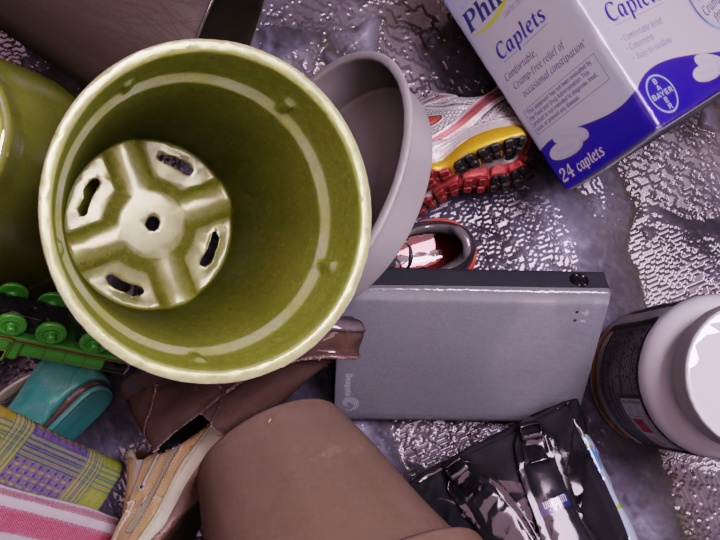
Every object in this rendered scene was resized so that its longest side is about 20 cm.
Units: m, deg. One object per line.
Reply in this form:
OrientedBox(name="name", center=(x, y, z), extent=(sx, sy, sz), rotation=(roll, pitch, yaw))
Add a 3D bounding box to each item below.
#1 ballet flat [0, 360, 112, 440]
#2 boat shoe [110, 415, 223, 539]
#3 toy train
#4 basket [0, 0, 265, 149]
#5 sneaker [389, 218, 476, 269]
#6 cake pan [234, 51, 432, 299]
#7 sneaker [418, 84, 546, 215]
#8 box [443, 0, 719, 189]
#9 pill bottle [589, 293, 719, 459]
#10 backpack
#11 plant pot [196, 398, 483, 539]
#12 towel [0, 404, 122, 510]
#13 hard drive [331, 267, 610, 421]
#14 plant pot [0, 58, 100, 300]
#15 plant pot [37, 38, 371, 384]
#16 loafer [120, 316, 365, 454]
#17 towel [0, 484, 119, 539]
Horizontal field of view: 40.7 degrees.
OrientedBox(name="ballet flat", center=(-0.279, 0.143, 0.756), extent=(0.070, 0.067, 0.200), rotation=(38, 83, 26))
OrientedBox(name="boat shoe", center=(-0.154, 0.166, 0.757), extent=(0.076, 0.072, 0.201), rotation=(29, 76, 15))
OrientedBox(name="toy train", center=(-0.246, 0.040, 0.697), extent=(0.199, 0.056, 0.042), rotation=(17, 39, -30))
OrientedBox(name="basket", center=(-0.193, -0.216, 0.759), extent=(0.199, 0.136, 0.181), rotation=(25, 101, 4))
OrientedBox(name="sneaker", center=(0.000, 0.000, 0.767), extent=(0.199, 0.082, 0.078), rotation=(-22, 85, -5))
OrientedBox(name="cake pan", center=(-0.021, -0.059, 0.702), extent=(0.037, 0.200, 0.202), rotation=(24, 82, -35))
OrientedBox(name="sneaker", center=(0.050, -0.096, 0.794), extent=(0.198, 0.078, 0.083), rotation=(-14, 57, 1))
OrientedBox(name="box", center=(0.191, -0.197, 0.751), extent=(0.183, 0.105, 0.201), rotation=(-30, 85, -35))
OrientedBox(name="pill bottle", center=(0.247, 0.078, 0.710), extent=(0.115, 0.200, 0.117), rotation=(0, 84, -2))
OrientedBox(name="backpack", center=(0.140, 0.228, 0.729), extent=(0.162, 0.154, 0.201), rotation=(-27, 64, -10))
OrientedBox(name="plant pot", center=(-0.028, 0.189, 0.651), extent=(0.199, 0.201, 0.175), rotation=(-29, 59, -5))
OrientedBox(name="towel", center=(-0.276, 0.164, 0.698), extent=(0.023, 0.200, 0.144), rotation=(35, 86, 40))
OrientedBox(name="hard drive", center=(0.078, 0.059, 0.747), extent=(0.198, 0.140, 0.033), rotation=(1, 40, -3))
OrientedBox(name="plant pot", center=(-0.292, -0.077, 0.707), extent=(0.199, 0.193, 0.202), rotation=(0, 84, -2))
OrientedBox(name="plant pot", center=(-0.121, -0.033, 0.645), extent=(0.199, 0.184, 0.202), rotation=(0, 89, -25))
OrientedBox(name="loafer", center=(-0.079, 0.084, 0.698), extent=(0.199, 0.073, 0.071), rotation=(-21, 77, 25))
OrientedBox(name="towel", center=(-0.277, 0.254, 0.707), extent=(0.030, 0.146, 0.201), rotation=(21, 80, 38))
